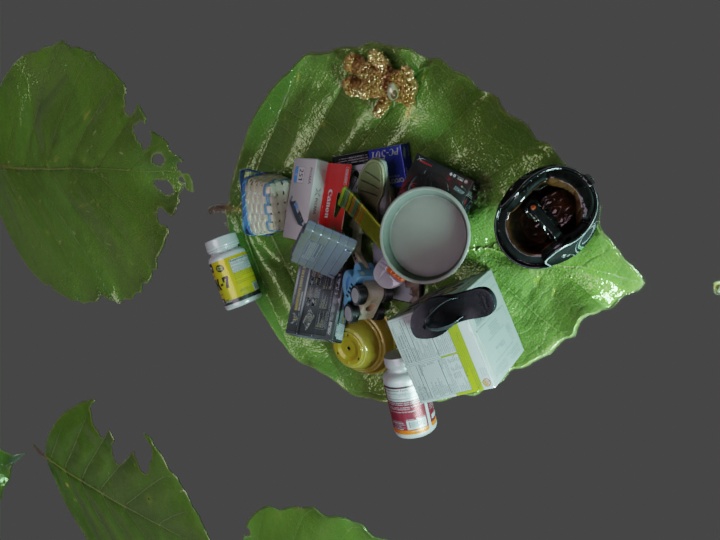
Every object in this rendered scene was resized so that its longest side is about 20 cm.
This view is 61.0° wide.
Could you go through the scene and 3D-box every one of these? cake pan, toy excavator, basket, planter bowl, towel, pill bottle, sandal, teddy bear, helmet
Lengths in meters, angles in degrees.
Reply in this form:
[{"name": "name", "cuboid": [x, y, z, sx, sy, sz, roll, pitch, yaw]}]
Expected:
[{"name": "cake pan", "cuboid": [0.138, -0.073, 1.290, 0.196, 0.037, 0.205, 0, 89, 21]}, {"name": "toy excavator", "cuboid": [0.000, 0.000, 1.509, 0.202, 0.098, 0.196, 61, 143, 37]}, {"name": "basket", "cuboid": [-0.255, -0.173, 1.612, 0.198, 0.138, 0.180, 12, 111, 40]}, {"name": "planter bowl", "cuboid": [-0.012, 0.190, 1.593, 0.197, 0.083, 0.205, 11, 110, 31]}, {"name": "towel", "cuboid": [0.021, -0.101, 1.386, 0.200, 0.018, 0.086, 49, 163, 9]}, {"name": "pill bottle", "cuboid": [-0.369, 0.001, 1.759, 0.113, 0.114, 0.203, -18, 94, 36]}, {"name": "sandal", "cuboid": [0.174, 0.082, 1.211, 0.198, 0.043, 0.077, -28, 88, 35]}, {"name": "pill bottle", "cuboid": [0.119, 0.302, 1.522, 0.111, 0.112, 0.204, -7, 100, 35]}, {"name": "sandal", "cuboid": [0.121, -0.036, 1.430, 0.207, 0.059, 0.079, -45, 70, 12]}, {"name": "teddy bear", "cuboid": [0.034, -0.424, 1.380, 0.199, 0.066, 0.146, 39, 125, 19]}, {"name": "helmet", "cuboid": [0.360, -0.103, 1.184, 0.196, 0.191, 0.205, -1, 82, 6]}]

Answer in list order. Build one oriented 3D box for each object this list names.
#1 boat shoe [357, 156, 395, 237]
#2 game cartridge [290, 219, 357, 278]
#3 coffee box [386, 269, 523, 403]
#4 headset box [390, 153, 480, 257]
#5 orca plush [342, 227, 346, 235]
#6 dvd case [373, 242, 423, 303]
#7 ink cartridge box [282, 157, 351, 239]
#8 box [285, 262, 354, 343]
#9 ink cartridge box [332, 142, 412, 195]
[{"name": "boat shoe", "cuboid": [0.040, -0.175, 1.402, 0.074, 0.068, 0.203, 32, 137, 27]}, {"name": "game cartridge", "cuboid": [-0.093, -0.049, 1.453, 0.128, 0.039, 0.200, 27, 154, -6]}, {"name": "coffee box", "cuboid": [0.212, 0.146, 1.355, 0.196, 0.199, 0.203, -23, 92, 36]}, {"name": "headset box", "cuboid": [0.151, -0.131, 1.349, 0.147, 0.075, 0.203, 31, 100, 22]}, {"name": "orca plush", "cuboid": [-0.089, -0.055, 1.563, 0.198, 0.105, 0.072, -8, 120, 43]}, {"name": "dvd case", "cuboid": [0.093, -0.024, 1.495, 0.141, 0.017, 0.204, 12, 111, 32]}, {"name": "ink cartridge box", "cuboid": [-0.108, -0.168, 1.490, 0.174, 0.044, 0.204, 13, 95, 45]}, {"name": "box", "cuboid": [-0.104, 0.078, 1.587, 0.156, 0.048, 0.204, 3, 77, 33]}, {"name": "ink cartridge box", "cuboid": [0.029, -0.241, 1.454, 0.197, 0.044, 0.096, -4, 104, 35]}]
